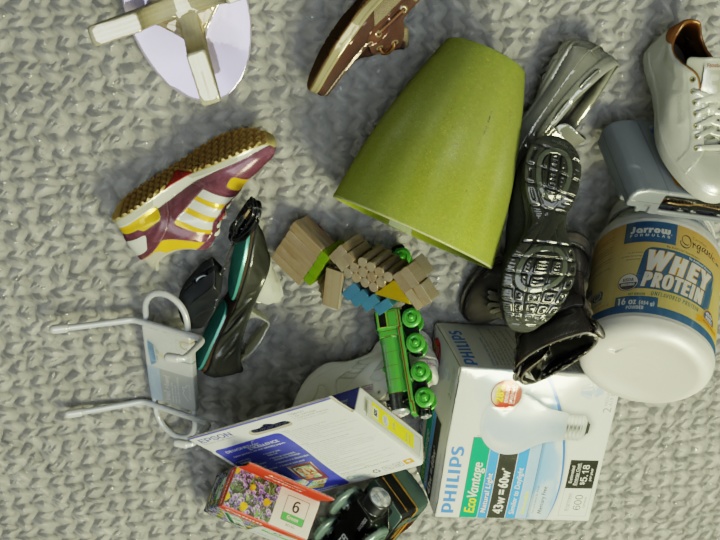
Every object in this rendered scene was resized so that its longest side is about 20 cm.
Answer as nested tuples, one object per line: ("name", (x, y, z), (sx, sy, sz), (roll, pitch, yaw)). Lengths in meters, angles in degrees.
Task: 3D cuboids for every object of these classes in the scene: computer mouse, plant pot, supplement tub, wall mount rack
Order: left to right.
("wall mount rack", (-0.255, 0.119, 1.111), (0.171, 0.075, 0.203), (12, 120, 21))
("computer mouse", (-0.158, -0.008, 1.063), (0.034, 0.059, 0.201), (17, 129, -23))
("plant pot", (0.094, -0.132, 1.032), (0.185, 0.187, 0.203), (24, 91, -16))
("supplement tub", (0.323, 0.027, 1.082), (0.142, 0.202, 0.146), (13, 146, 9))

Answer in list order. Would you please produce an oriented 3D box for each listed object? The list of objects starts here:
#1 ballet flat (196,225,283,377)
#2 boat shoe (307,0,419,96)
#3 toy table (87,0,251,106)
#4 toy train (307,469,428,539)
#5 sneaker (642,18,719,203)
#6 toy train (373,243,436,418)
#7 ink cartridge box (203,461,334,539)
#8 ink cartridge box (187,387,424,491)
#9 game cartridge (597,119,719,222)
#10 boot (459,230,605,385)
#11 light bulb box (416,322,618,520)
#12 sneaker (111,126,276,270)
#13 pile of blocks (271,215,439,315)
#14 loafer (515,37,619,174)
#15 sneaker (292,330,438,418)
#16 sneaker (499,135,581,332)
("ballet flat", (-0.130, 0.035, 1.112), (0.067, 0.068, 0.202), (12, 118, -23))
("boat shoe", (0.023, -0.256, 1.023), (0.072, 0.072, 0.201), (36, 95, -17))
("toy table", (-0.172, -0.261, 0.966), (0.182, 0.117, 0.202), (-28, 110, 2))
("toy train", (0.001, 0.324, 1.194), (0.113, 0.085, 0.201), (-13, 143, -44))
("sneaker", (0.355, -0.174, 1.034), (0.072, 0.085, 0.203), (-5, 69, -19))
("toy train", (0.045, 0.069, 1.103), (0.055, 0.042, 0.204), (-10, 73, 7))
("ink cartridge box", (-0.110, 0.271, 1.126), (0.108, 0.200, 0.051), (25, 68, -10))
("ink cartridge box", (-0.059, 0.190, 1.110), (0.195, 0.048, 0.200), (-19, 138, 25))
("game cartridge", (0.369, -0.112, 1.091), (0.196, 0.135, 0.042), (6, 140, -14))
("boot", (0.180, 0.054, 1.077), (0.069, 0.176, 0.199), (38, 130, -22))
("light bulb box", (0.182, 0.181, 1.174), (0.196, 0.125, 0.202), (3, 110, -10))
("sneaker", (-0.167, -0.078, 1.063), (0.198, 0.075, 0.091), (-27, 120, 9))
("pile of blocks", (0.000, 0.000, 1.091), (0.197, 0.062, 0.083), (22, 118, 21))
("loafer", (0.214, -0.155, 1.078), (0.069, 0.070, 0.202), (34, 107, 28))
("sneaker", (0.003, 0.144, 1.146), (0.198, 0.100, 0.075), (-33, 123, 5))
("sneaker", (0.184, -0.035, 1.028), (0.075, 0.091, 0.204), (13, 87, -6))
